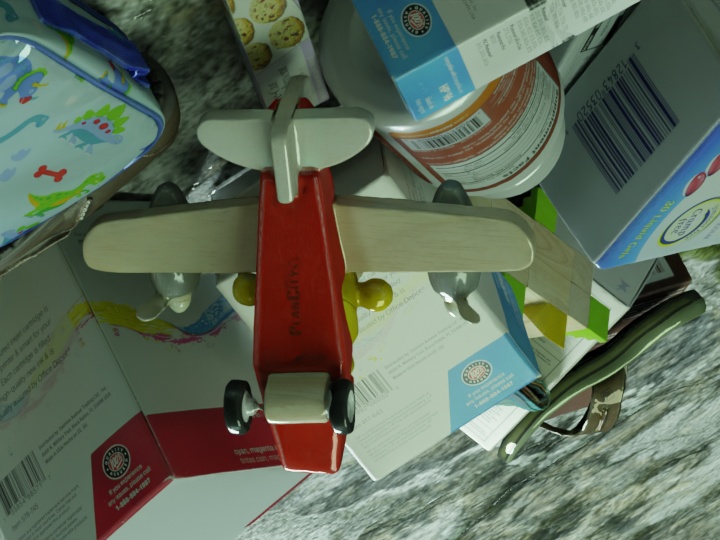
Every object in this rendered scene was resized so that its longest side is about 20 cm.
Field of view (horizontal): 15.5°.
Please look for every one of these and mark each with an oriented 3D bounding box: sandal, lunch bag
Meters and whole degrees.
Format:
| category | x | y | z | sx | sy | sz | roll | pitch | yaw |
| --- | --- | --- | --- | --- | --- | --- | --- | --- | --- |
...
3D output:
| category | x | y | z | sx | sy | sz | roll | pitch | yaw |
| --- | --- | --- | --- | --- | --- | --- | --- | --- | --- |
| sandal | 0.185 | 0.089 | 2.002 | 0.201 | 0.057 | 0.080 | -36 | -177 | 16 |
| lunch bag | -0.201 | -0.086 | 1.366 | 0.160 | 0.083 | 0.200 | -32 | 157 | 14 |

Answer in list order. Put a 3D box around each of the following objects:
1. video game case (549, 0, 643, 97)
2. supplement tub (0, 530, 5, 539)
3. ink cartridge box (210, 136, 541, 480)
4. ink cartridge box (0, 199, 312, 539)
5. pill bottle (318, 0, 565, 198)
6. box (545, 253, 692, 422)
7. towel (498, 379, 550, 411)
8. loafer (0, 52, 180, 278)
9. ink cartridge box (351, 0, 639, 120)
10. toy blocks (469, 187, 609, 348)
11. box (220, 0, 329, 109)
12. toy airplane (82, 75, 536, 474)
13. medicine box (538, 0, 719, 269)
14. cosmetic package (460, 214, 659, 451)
| category | x | y | z | sx | sy | sz | roll | pitch | yaw |
| --- | --- | --- | --- | --- | --- | --- | --- | --- | --- |
| video game case | 0.187 | -0.147 | 1.714 | 0.181 | 0.022 | 0.200 | -19 | 155 | -30 |
| supplement tub | -0.314 | 0.210 | 1.819 | 0.199 | 0.132 | 0.132 | -11 | 153 | -35 |
| ink cartridge box | 0.000 | 0.000 | 1.643 | 0.128 | 0.125 | 0.200 | -32 | 115 | 11 |
| ink cartridge box | -0.152 | 0.075 | 1.620 | 0.145 | 0.201 | 0.144 | -41 | 157 | 32 |
| pill bottle | 0.057 | -0.110 | 1.570 | 0.112 | 0.113 | 0.200 | -31 | 158 | 9 |
| box | 0.169 | 0.042 | 2.082 | 0.100 | 0.075 | 0.200 | -14 | 153 | -31 |
| towel | 0.021 | 0.078 | 1.908 | 0.199 | 0.022 | 0.146 | -3 | 162 | 30 |
| loafer | -0.178 | -0.043 | 1.497 | 0.199 | 0.073 | 0.071 | -32 | 158 | 11 |
| ink cartridge box | 0.088 | -0.184 | 1.436 | 0.199 | 0.116 | 0.068 | -28 | 159 | 3 |
| toy blocks | 0.061 | -0.001 | 1.812 | 0.136 | 0.101 | 0.200 | -11 | 150 | 36 |
| box | -0.054 | -0.144 | 1.465 | 0.041 | 0.039 | 0.200 | -25 | 158 | -3 |
| toy airplane | -0.031 | -0.013 | 1.493 | 0.199 | 0.200 | 0.141 | -47 | 178 | 14 |
| medicine box | 0.238 | -0.106 | 1.701 | 0.199 | 0.103 | 0.182 | -11 | 150 | -41 |
| cosmetic package | 0.119 | 0.032 | 1.938 | 0.200 | 0.103 | 0.073 | -49 | -178 | 43 |
